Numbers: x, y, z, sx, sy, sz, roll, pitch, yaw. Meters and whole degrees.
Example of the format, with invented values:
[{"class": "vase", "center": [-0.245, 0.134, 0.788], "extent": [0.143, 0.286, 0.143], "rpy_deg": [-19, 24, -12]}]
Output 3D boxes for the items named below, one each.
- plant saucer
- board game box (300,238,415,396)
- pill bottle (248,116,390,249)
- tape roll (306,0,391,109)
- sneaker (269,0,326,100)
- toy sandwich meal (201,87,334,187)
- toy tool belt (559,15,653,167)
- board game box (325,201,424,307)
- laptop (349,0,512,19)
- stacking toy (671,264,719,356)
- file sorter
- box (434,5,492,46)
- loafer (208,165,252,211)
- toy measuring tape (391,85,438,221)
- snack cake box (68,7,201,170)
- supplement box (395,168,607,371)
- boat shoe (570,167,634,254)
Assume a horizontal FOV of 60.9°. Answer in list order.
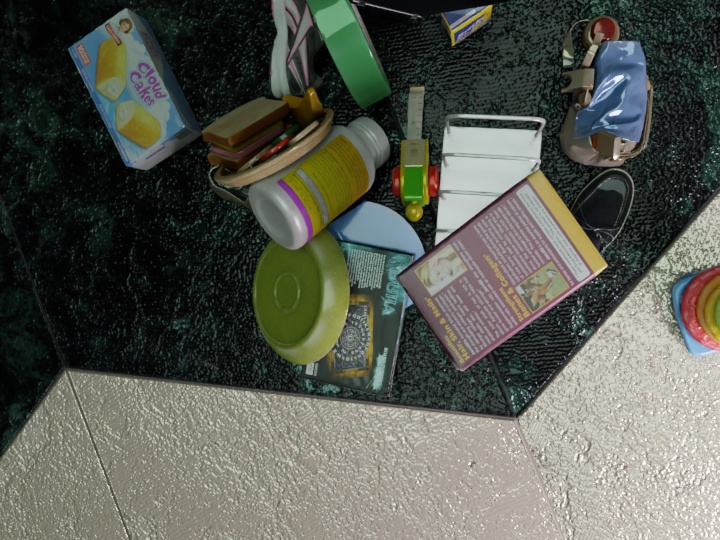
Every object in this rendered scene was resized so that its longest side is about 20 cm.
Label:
[{"class": "plant saucer", "center": [-0.096, 0.030, 0.867], "extent": [0.197, 0.031, 0.205], "rpy_deg": [-4, 84, 43]}, {"class": "board game box", "center": [-0.004, 0.065, 0.863], "extent": [0.132, 0.028, 0.205], "rpy_deg": [11, 96, 9]}, {"class": "pill bottle", "center": [-0.049, -0.126, 0.832], "extent": [0.104, 0.104, 0.199], "rpy_deg": [46, 65, 5]}, {"class": "tape roll", "center": [-0.020, -0.317, 0.805], "extent": [0.047, 0.200, 0.204], "rpy_deg": [-24, 88, 11]}, {"class": "sneaker", "center": [-0.083, -0.351, 0.889], "extent": [0.084, 0.080, 0.205], "rpy_deg": [3, 101, -1]}, {"class": "toy sandwich meal", "center": [-0.127, -0.185, 0.815], "extent": [0.202, 0.206, 0.071], "rpy_deg": [-25, 115, 11]}, {"class": "toy tool belt", "center": [0.318, -0.238, 0.785], "extent": [0.122, 0.123, 0.205], "rpy_deg": [1, 92, 10]}, {"class": "board game box", "center": [0.000, 0.000, 0.894], "extent": [0.198, 0.039, 0.160], "rpy_deg": [-31, 88, 11]}, {"class": "laptop", "center": [0.057, -0.371, 0.731], "extent": [0.115, 0.186, 0.202], "rpy_deg": [-36, 84, 33]}, {"class": "stacking toy", "center": [0.463, 0.053, 0.730], "extent": [0.114, 0.200, 0.112], "rpy_deg": [-16, 90, 11]}, {"class": "file sorter", "center": [0.169, -0.096, 0.818], "extent": [0.135, 0.124, 0.205], "rpy_deg": [5, 93, 11]}, {"class": "box", "center": [0.106, -0.423, 0.848], "extent": [0.069, 0.064, 0.203], "rpy_deg": [-30, 87, 10]}, {"class": "loafer", "center": [-0.139, -0.111, 0.901], "extent": [0.195, 0.070, 0.077], "rpy_deg": [15, 94, 9]}, {"class": "toy measuring tape", "center": [0.079, -0.161, 0.875], "extent": [0.072, 0.074, 0.205], "rpy_deg": [-1, 70, 10]}, {"class": "snack cake box", "center": [-0.340, -0.272, 0.934], "extent": [0.113, 0.067, 0.203], "rpy_deg": [-28, 87, 11]}, {"class": "supplement box", "center": [0.158, -0.002, 0.709], "extent": [0.198, 0.103, 0.132], "rpy_deg": [-36, 88, 11]}, {"class": "boat shoe", "center": [0.303, -0.048, 0.826], "extent": [0.074, 0.062, 0.202], "rpy_deg": [36, 96, 8]}]
